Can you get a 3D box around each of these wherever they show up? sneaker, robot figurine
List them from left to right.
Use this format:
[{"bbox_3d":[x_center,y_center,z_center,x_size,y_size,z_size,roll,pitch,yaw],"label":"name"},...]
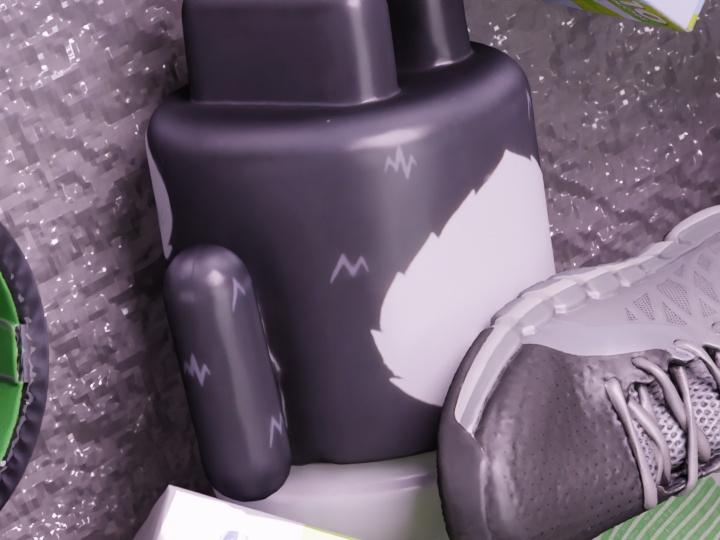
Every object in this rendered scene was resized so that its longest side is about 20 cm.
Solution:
[{"bbox_3d":[0.002,0.000,0.784,0.150,0.125,0.201,-13,107,-15],"label":"robot figurine"},{"bbox_3d":[0.115,0.029,0.741,0.200,0.115,0.075,-35,117,-45],"label":"sneaker"}]

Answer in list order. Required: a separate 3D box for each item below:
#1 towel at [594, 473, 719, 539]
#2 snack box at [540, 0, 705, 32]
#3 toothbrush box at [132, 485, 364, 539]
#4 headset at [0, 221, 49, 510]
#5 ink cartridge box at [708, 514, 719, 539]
[{"bbox_3d":[0.148,0.066,0.873,0.200,0.023,0.153,-48,115,-12],"label":"towel"},{"bbox_3d":[0.002,-0.146,0.742,0.200,0.142,0.053,29,85,-33],"label":"snack box"},{"bbox_3d":[0.017,0.143,0.762,0.199,0.146,0.086,18,72,-7],"label":"toothbrush box"},{"bbox_3d":[-0.182,0.036,0.700,0.200,0.094,0.124,-13,106,-44],"label":"headset"},{"bbox_3d":[0.147,0.115,0.935,0.116,0.067,0.201,30,84,-33],"label":"ink cartridge box"}]
